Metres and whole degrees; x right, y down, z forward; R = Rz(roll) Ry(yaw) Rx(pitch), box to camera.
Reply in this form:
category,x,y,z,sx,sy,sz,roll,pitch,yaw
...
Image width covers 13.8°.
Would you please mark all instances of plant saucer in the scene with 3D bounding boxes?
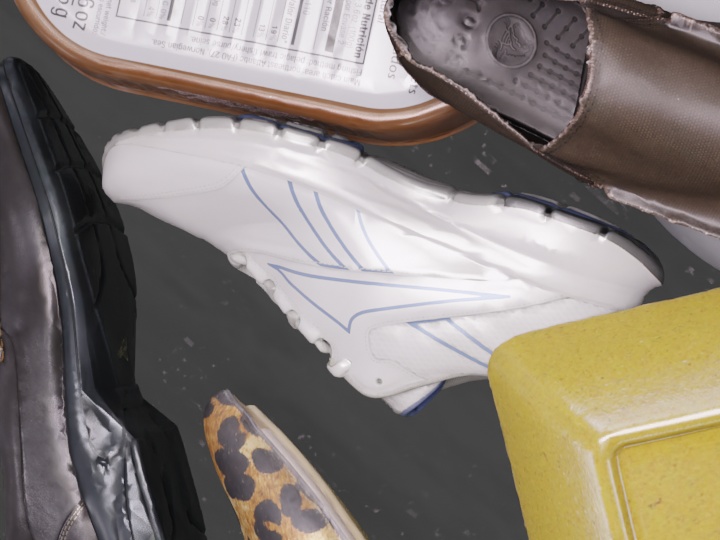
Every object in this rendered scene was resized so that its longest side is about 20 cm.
category,x,y,z,sx,sy,sz,roll,pitch,yaw
plant saucer,0.158,0.102,0.975,0.199,0.048,0.201,-13,98,7

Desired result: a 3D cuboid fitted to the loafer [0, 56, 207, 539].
category,x,y,z,sx,sy,sz,roll,pitch,yaw
loafer,-0.114,0.026,1.038,0.072,0.073,0.201,-16,82,12

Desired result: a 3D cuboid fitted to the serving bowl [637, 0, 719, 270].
category,x,y,z,sx,sy,sz,roll,pitch,yaw
serving bowl,0.172,-0.089,1.004,0.199,0.066,0.201,-1,85,8

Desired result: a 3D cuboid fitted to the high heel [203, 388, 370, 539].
category,x,y,z,sx,sy,sz,roll,pitch,yaw
high heel,-0.042,0.154,1.011,0.142,0.071,0.201,-30,90,-1

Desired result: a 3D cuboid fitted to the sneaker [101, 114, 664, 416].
category,x,y,z,sx,sy,sz,roll,pitch,yaw
sneaker,0.000,0.000,1.022,0.199,0.074,0.087,18,93,10

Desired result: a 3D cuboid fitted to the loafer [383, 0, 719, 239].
category,x,y,z,sx,sy,sz,roll,pitch,yaw
loafer,0.089,-0.050,0.959,0.199,0.071,0.073,21,107,22

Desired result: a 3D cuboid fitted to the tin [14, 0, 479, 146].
category,x,y,z,sx,sy,sz,roll,pitch,yaw
tin,-0.032,-0.109,1.053,0.199,0.042,0.113,12,91,10
